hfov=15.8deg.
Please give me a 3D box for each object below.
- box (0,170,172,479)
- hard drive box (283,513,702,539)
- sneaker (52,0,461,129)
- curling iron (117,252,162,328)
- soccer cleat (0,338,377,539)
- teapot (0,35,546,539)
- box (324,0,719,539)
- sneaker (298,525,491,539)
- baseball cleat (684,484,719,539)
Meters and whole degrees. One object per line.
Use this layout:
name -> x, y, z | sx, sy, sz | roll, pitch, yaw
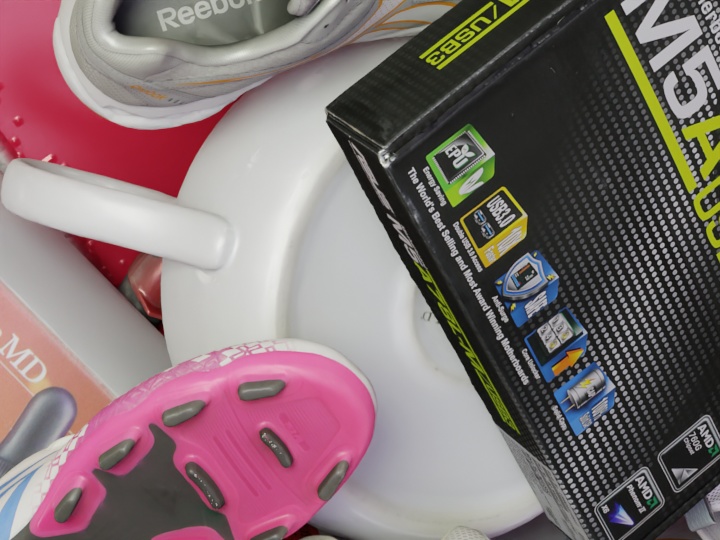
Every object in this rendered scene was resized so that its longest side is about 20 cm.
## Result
box -> -0.176, 0.071, 0.958 | 0.200, 0.106, 0.152 | -41, 106, 11
hard drive box -> 0.032, 0.128, 0.992 | 0.199, 0.156, 0.077 | 6, 103, -11
sneaker -> -0.001, -0.102, 0.816 | 0.199, 0.092, 0.076 | -28, 93, -6
curling iron -> -0.073, 0.010, 1.013 | 0.050, 0.026, 0.200 | 38, 96, -18
soccer cleat -> -0.079, 0.071, 0.853 | 0.200, 0.086, 0.070 | -35, 111, 20
teapot -> 0.000, 0.000, 0.936 | 0.197, 0.146, 0.201 | -37, 116, -21
box -> 0.109, -0.031, 0.856 | 0.193, 0.048, 0.200 | -36, 126, -10
sneaker -> -0.025, 0.140, 0.870 | 0.199, 0.088, 0.082 | -11, 134, 13
baseball cleat -> 0.179, 0.068, 1.001 | 0.199, 0.070, 0.107 | -4, 77, -41
